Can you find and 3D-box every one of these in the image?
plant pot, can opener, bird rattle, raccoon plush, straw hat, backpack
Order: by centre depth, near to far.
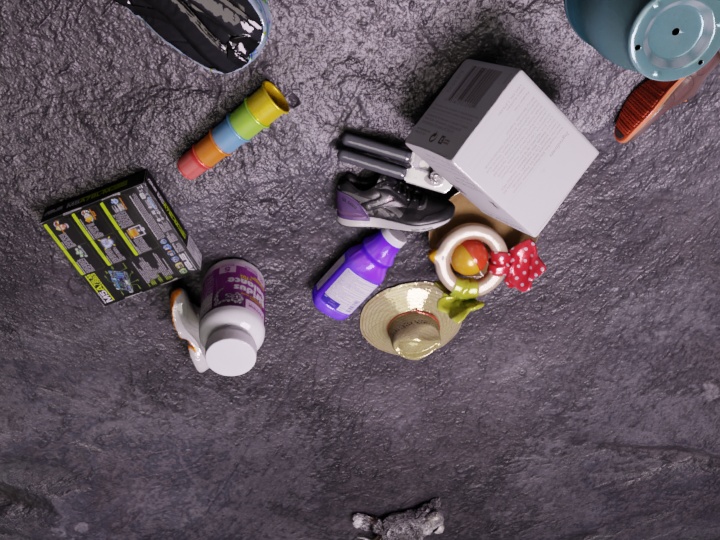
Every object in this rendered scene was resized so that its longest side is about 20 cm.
[{"bbox_3d":[-0.211,-0.365,1.148,0.200,0.154,0.163,43,112,-8],"label":"backpack"},{"bbox_3d":[0.407,-0.363,1.182,0.199,0.188,0.201,-3,129,-4],"label":"plant pot"},{"bbox_3d":[0.061,-0.174,1.369,0.199,0.067,0.053,15,104,-8],"label":"can opener"},{"bbox_3d":[0.207,-0.006,1.463,0.199,0.113,0.163,-33,108,14],"label":"bird rattle"},{"bbox_3d":[0.216,-0.075,1.485,0.199,0.028,0.201,-3,129,-4],"label":"plant pot"},{"bbox_3d":[0.101,0.120,1.584,0.200,0.085,0.202,-3,127,-4],"label":"straw hat"},{"bbox_3d":[0.096,0.569,1.934,0.199,0.097,0.135,17,116,-19],"label":"raccoon plush"}]

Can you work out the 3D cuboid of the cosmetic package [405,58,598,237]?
[{"bbox_3d":[0.211,-0.187,1.281,0.200,0.165,0.165,37,91,-28],"label":"cosmetic package"}]

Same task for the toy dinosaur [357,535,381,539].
[{"bbox_3d":[0.087,0.675,2.022,0.077,0.102,0.200,-53,133,-3],"label":"toy dinosaur"}]

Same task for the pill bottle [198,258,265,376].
[{"bbox_3d":[-0.217,0.080,1.441,0.111,0.201,0.113,-3,128,-4],"label":"pill bottle"}]

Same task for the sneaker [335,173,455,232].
[{"bbox_3d":[0.057,-0.117,1.394,0.199,0.076,0.088,1,122,3],"label":"sneaker"}]

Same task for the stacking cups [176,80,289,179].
[{"bbox_3d":[-0.203,-0.209,1.307,0.200,0.061,0.060,-35,124,19],"label":"stacking cups"}]

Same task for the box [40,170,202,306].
[{"bbox_3d":[-0.395,-0.049,1.419,0.192,0.048,0.201,-19,128,11],"label":"box"}]

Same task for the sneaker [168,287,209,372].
[{"bbox_3d":[-0.283,0.097,1.537,0.091,0.076,0.201,-18,136,-2],"label":"sneaker"}]

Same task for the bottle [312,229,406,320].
[{"bbox_3d":[0.000,0.000,1.491,0.083,0.065,0.200,29,119,-26],"label":"bottle"}]

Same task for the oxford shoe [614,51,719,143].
[{"bbox_3d":[0.486,-0.274,1.338,0.072,0.071,0.200,23,121,-29],"label":"oxford shoe"}]
